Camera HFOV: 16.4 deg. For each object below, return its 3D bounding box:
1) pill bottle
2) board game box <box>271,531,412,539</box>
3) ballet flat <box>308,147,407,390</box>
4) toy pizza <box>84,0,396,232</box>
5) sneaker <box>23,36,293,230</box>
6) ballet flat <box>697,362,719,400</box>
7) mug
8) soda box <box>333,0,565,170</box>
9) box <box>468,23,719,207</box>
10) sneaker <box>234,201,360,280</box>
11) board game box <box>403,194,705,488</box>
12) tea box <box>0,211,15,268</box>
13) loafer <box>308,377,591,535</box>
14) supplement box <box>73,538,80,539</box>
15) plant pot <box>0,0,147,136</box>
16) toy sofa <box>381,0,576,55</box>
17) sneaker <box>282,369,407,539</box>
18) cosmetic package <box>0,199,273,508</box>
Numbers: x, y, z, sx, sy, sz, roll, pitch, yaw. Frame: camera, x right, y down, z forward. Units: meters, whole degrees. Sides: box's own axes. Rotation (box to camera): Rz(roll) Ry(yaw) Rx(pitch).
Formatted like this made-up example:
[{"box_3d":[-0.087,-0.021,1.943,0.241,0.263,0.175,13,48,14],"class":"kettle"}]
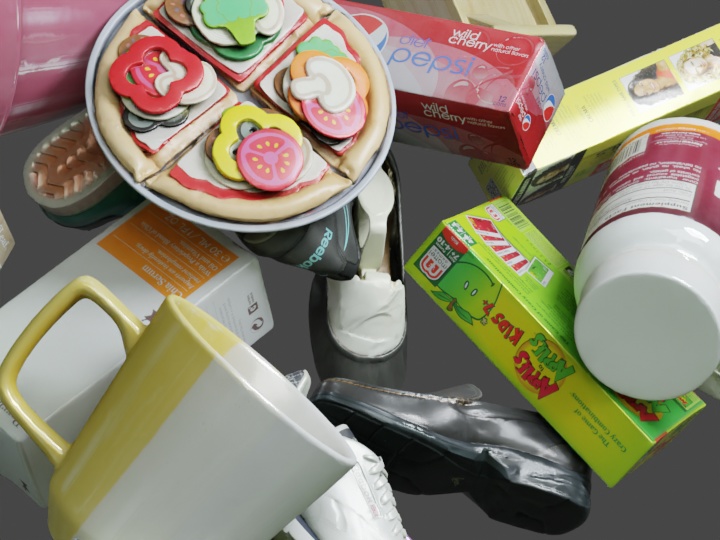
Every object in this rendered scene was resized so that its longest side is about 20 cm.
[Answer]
[{"box_3d":[0.203,-0.008,1.647,0.114,0.115,0.200,24,34,0],"class":"pill bottle"},{"box_3d":[-0.077,0.146,1.612,0.200,0.032,0.120,44,68,10],"class":"board game box"},{"box_3d":[0.000,0.000,1.671,0.067,0.068,0.201,2,66,-10],"class":"ballet flat"},{"box_3d":[-0.074,-0.115,1.579,0.199,0.032,0.201,5,59,-8],"class":"toy pizza"},{"box_3d":[-0.126,-0.094,1.654,0.199,0.080,0.072,-30,68,2],"class":"sneaker"},{"box_3d":[0.279,0.068,1.699,0.199,0.070,0.070,35,64,6],"class":"ballet flat"},{"box_3d":[-0.117,0.110,1.493,0.153,0.149,0.187,-49,56,4],"class":"mug"},{"box_3d":[0.032,-0.130,1.693,0.199,0.064,0.070,13,59,27],"class":"soda box"},{"box_3d":[0.177,-0.106,1.754,0.199,0.075,0.050,-24,74,-22],"class":"box"},{"box_3d":[-0.054,-0.054,1.660,0.079,0.075,0.200,31,19,-29],"class":"sneaker"},{"box_3d":[0.130,0.044,1.662,0.200,0.048,0.101,47,28,11],"class":"board game box"},{"box_3d":[-0.354,-0.004,1.536,0.199,0.134,0.197,16,60,19],"class":"tea box"},{"box_3d":[0.059,0.108,1.639,0.199,0.073,0.073,22,54,-12],"class":"loafer"},{"box_3d":[-0.122,0.287,1.442,0.199,0.200,0.135,30,64,3],"class":"supplement box"},{"box_3d":[-0.230,-0.174,1.647,0.178,0.200,0.201,-7,66,-31],"class":"plant pot"},{"box_3d":[0.065,-0.223,1.789,0.082,0.098,0.201,-5,64,-40],"class":"toy sofa"},{"box_3d":[-0.006,0.154,1.558,0.080,0.076,0.200,-39,79,-10],"class":"sneaker"},{"box_3d":[-0.164,0.047,1.597,0.200,0.072,0.101,-39,53,-23],"class":"cosmetic package"}]
